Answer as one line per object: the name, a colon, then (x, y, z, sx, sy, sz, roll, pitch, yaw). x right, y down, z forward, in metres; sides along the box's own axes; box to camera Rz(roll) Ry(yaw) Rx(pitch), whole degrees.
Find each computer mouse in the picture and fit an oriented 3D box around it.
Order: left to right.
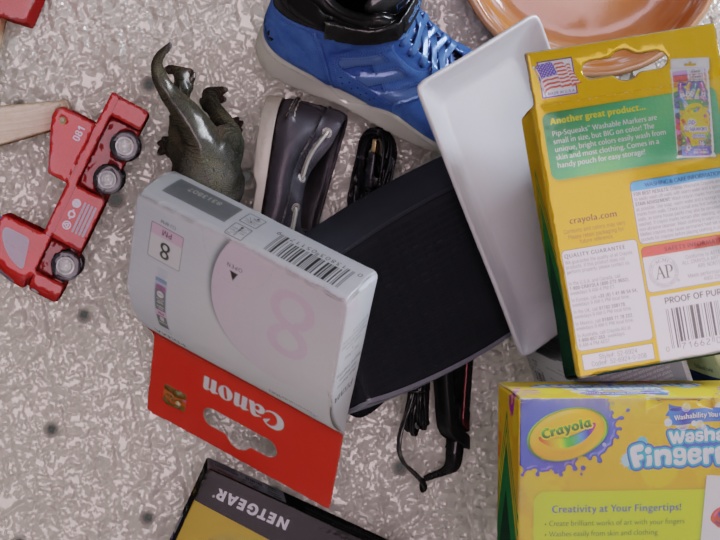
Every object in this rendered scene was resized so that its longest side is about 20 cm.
computer mouse: (0.000, 0.000, 1.150, 0.034, 0.058, 0.203, 7, 81, -35)

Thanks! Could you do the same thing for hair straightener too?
hair straightener: (0.046, 0.060, 1.173, 0.076, 0.041, 0.203, 0, 101, -31)

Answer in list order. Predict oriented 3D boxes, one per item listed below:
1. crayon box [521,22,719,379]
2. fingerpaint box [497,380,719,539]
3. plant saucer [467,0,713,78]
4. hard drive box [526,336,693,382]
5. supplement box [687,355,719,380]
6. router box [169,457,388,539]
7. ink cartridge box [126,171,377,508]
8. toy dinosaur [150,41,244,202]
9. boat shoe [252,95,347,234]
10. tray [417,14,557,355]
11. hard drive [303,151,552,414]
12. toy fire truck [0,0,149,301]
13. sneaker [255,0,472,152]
crayon box: (0.175, -0.042, 1.036, 0.124, 0.052, 0.203, -9, 87, -3)
fingerpaint box: (0.185, 0.154, 1.024, 0.197, 0.073, 0.169, -1, 94, -6)
plant saucer: (0.160, -0.236, 1.174, 0.197, 0.037, 0.203, 0, 93, -5)
hard drive box: (0.192, 0.140, 1.139, 0.076, 0.156, 0.202, -19, 96, -4)
supplement box: (0.276, -0.050, 1.147, 0.198, 0.134, 0.201, -28, 96, -4)
router box: (-0.052, 0.247, 1.171, 0.198, 0.052, 0.159, 24, 91, -7)
ink cartridge box: (-0.080, 0.056, 1.080, 0.161, 0.057, 0.202, 26, 123, 20)
toy dinosaur: (-0.102, -0.073, 1.109, 0.076, 0.201, 0.103, -7, 56, -15)
boat shoe: (-0.045, -0.018, 1.145, 0.062, 0.073, 0.203, 5, 88, 4)
tray: (0.106, -0.055, 1.096, 0.107, 0.022, 0.202, -33, 112, -26)
hard drive: (0.053, 0.002, 1.110, 0.199, 0.042, 0.136, -28, 110, -24)
toy fire truck: (-0.222, -0.096, 1.136, 0.140, 0.049, 0.202, 27, 91, -6)
sneaker: (0.034, -0.153, 1.121, 0.198, 0.112, 0.077, 22, 55, -5)
